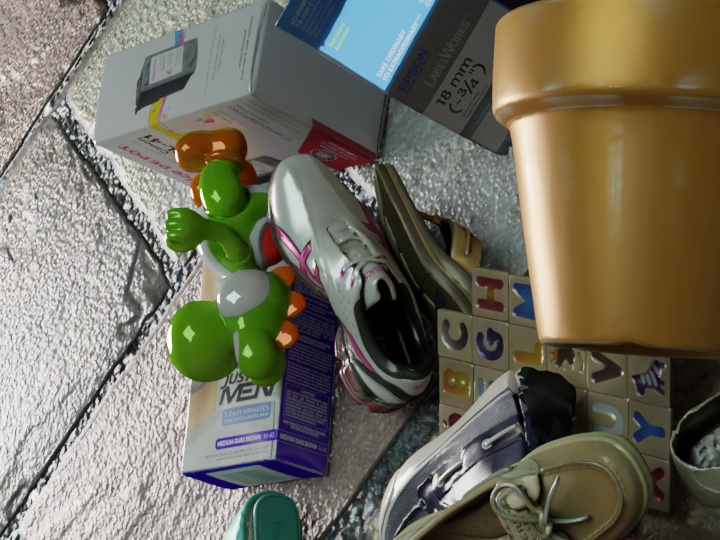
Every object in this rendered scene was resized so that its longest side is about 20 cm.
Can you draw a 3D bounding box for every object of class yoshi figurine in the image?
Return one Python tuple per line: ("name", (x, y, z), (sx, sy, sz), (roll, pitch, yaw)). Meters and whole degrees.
("yoshi figurine", (-0.112, 0.001, 1.297), (0.112, 0.112, 0.202), (-43, 48, 42))

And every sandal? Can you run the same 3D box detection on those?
("sandal", (0.069, 0.004, 1.224), (0.054, 0.081, 0.201), (-26, 60, -18))

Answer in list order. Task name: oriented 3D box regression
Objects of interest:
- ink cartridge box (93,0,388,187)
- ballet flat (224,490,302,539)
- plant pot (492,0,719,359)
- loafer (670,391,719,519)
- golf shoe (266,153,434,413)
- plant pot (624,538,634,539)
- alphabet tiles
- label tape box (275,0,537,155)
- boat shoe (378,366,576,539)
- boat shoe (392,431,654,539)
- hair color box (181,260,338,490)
("ink cartridge box", (-0.097, -0.133, 1.391), (0.199, 0.147, 0.087), (-12, 63, 43))
("ballet flat", (-0.069, 0.265, 1.267), (0.070, 0.067, 0.202), (134, 139, -56))
("plant pot", (0.169, -0.045, 0.988), (0.199, 0.199, 0.185), (0, 83, 45))
("loafer", (0.257, 0.075, 0.967), (0.200, 0.068, 0.076), (-41, 47, 26))
("golf shoe", (0.000, 0.000, 1.234), (0.201, 0.072, 0.092), (62, 154, 7))
("plant pot", (0.145, 0.260, 0.959), (0.180, 0.200, 0.200), (-52, 42, -6))
("alphabet tiles", (0.123, 0.088, 1.122), (0.199, 0.006, 0.168), (11, 107, 46))
("label tape box", (0.058, -0.184, 1.213), (0.063, 0.199, 0.145), (39, 102, 46))
("boat shoe", (0.070, 0.155, 1.109), (0.201, 0.074, 0.093), (-56, 19, 38))
("boat shoe", (0.084, 0.158, 1.003), (0.199, 0.063, 0.074), (-36, 82, 35))
("hair color box", (-0.076, 0.063, 1.349), (0.109, 0.065, 0.202), (-14, 62, 41))
